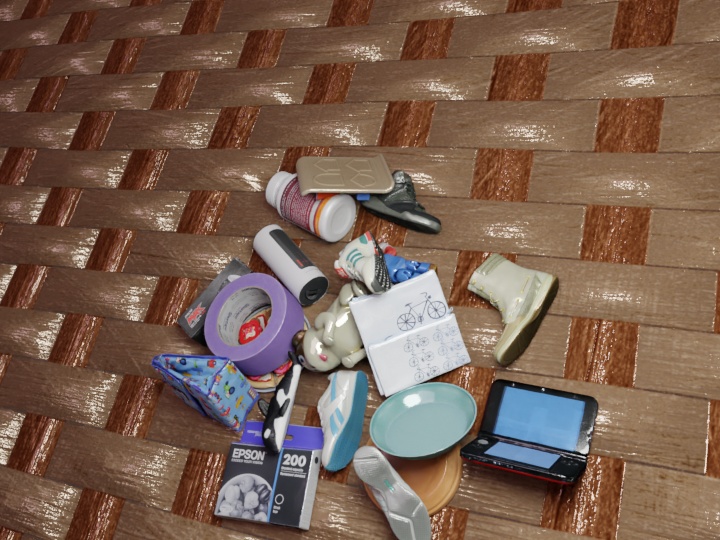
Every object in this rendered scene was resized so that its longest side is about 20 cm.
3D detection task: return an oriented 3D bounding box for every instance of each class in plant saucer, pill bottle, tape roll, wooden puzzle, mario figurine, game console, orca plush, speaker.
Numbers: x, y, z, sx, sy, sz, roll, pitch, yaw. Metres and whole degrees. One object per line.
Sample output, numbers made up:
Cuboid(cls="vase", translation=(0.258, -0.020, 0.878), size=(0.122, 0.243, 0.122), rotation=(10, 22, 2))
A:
Cuboid(cls="plant saucer", translation=(0.091, 0.357, 1.426), size=(0.198, 0.037, 0.202), rotation=(-10, 61, 19))
Cuboid(cls="pill bottle", translation=(-0.116, -0.151, 1.727), size=(0.199, 0.113, 0.113), rotation=(28, 79, 32))
Cuboid(cls="tape roll", translation=(-0.224, 0.113, 1.623), size=(0.198, 0.085, 0.202), rotation=(-13, 57, 20))
Cuboid(cls="plant saucer", translation=(0.116, 0.278, 1.389), size=(0.198, 0.036, 0.201), rotation=(-14, 27, 7))
Cuboid(cls="wooden puzzle", translation=(-0.037, -0.198, 1.668), size=(0.198, 0.047, 0.186), rotation=(-5, 30, -6))
Cuboid(cls="mario figurine", translation=(0.057, 0.003, 1.595), size=(0.198, 0.123, 0.107), rotation=(21, 99, 20))
Cuboid(cls="game console", translation=(0.293, 0.274, 1.333), size=(0.198, 0.172, 0.120), rotation=(7, 95, 27))
Cuboid(cls="orca plush", translation=(-0.170, 0.257, 1.530), size=(0.070, 0.105, 0.202), rotation=(12, 74, 2))
Cuboid(cls="speaker", translation=(-0.155, -0.013, 1.696), size=(0.081, 0.081, 0.200), rotation=(-43, 55, -1))

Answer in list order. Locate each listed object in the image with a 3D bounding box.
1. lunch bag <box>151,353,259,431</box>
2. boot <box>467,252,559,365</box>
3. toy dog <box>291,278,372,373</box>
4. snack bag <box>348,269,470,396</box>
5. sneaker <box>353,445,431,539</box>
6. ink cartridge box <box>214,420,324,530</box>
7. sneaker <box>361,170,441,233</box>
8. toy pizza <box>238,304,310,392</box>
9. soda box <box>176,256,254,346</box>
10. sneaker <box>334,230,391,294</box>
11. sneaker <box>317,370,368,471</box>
Cuboid(cls="lunch bag", translation=(-0.337, 0.239, 1.607), size=(0.198, 0.151, 0.095), rotation=(9, 55, 31))
Cuboid(cls="boot", translation=(0.268, 0.070, 1.470), size=(0.154, 0.072, 0.201), rotation=(26, 73, 31))
Cuboid(cls="toy dog", translation=(-0.048, 0.118, 1.546), size=(0.200, 0.139, 0.194), rotation=(-45, 29, 4))
Cuboid(cls="snack bag", translation=(0.094, 0.116, 1.461), size=(0.187, 0.021, 0.202), rotation=(-20, 98, -4))
Cuboid(cls="sneaker", translation=(0.062, 0.398, 1.361), size=(0.070, 0.080, 0.201), rotation=(-33, 76, -3))
Cuboid(cls="ink cartridge box", translation=(-0.177, 0.397, 1.524), size=(0.196, 0.043, 0.202), rotation=(-1, 64, 24))
Cuboid(cls="sneaker", translation=(0.103, -0.153, 1.652), size=(0.199, 0.076, 0.115), rotation=(26, 84, 38))
Cuboid(cls="toy pizza", translation=(-0.197, 0.162, 1.657), size=(0.198, 0.032, 0.202), rotation=(-11, 61, 20))
Cuboid(cls="soda box", translation=(-0.317, 0.070, 1.738), size=(0.200, 0.063, 0.071), rotation=(-49, 56, -4))
Cuboid(cls="sneaker", translation=(0.000, -0.001, 1.470), size=(0.093, 0.071, 0.200), rotation=(-27, 28, 9))
Cuboid(cls="sneaker", translation=(-0.044, 0.293, 1.503), size=(0.080, 0.077, 0.202), rotation=(-3, 57, 31))
